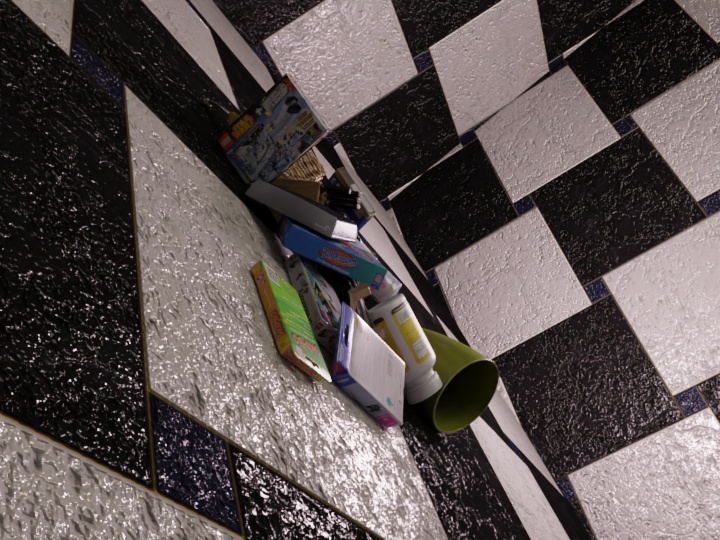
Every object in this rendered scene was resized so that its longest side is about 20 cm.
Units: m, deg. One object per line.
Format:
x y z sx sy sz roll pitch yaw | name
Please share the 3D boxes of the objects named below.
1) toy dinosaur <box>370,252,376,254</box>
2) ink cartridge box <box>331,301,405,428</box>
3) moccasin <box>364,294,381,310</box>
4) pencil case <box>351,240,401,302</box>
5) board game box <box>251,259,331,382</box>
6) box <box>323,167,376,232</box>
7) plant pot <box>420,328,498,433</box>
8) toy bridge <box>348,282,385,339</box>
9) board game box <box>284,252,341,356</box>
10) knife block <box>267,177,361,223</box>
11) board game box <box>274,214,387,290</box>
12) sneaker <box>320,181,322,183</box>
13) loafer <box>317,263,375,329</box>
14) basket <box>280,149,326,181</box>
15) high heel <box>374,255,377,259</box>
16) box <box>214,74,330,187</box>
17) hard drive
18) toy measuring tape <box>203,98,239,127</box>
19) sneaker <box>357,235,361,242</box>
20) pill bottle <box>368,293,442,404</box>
-0.007 0.010 1.613 0.179 0.106 0.201 33 25 -13 | toy dinosaur
0.009 0.156 1.130 0.201 0.041 0.121 50 33 -38 | ink cartridge box
0.054 0.134 1.488 0.202 0.073 0.078 51 -1 -4 | moccasin
0.000 0.000 1.554 0.200 0.091 0.083 44 -3 9 | pencil case
-0.102 0.077 1.011 0.096 0.030 0.201 45 10 -43 | board game box
-0.064 -0.108 1.485 0.032 0.200 0.122 -24 74 -50 | box
0.174 0.222 1.545 0.200 0.188 0.187 41 -2 44 | plant pot
0.011 0.126 1.270 0.027 0.066 0.204 -135 -154 -63 | toy bridge
-0.067 0.067 1.211 0.126 0.034 0.201 48 10 -36 | board game box
-0.101 -0.155 1.417 0.202 0.174 0.064 56 9 18 | knife block
-0.058 -0.038 1.299 0.197 0.046 0.152 25 7 -18 | board game box
-0.101 -0.151 1.821 0.203 0.076 0.089 62 -2 16 | sneaker
-0.032 0.057 1.341 0.202 0.071 0.063 61 15 23 | loafer
-0.203 -0.238 1.575 0.142 0.149 0.202 -28 80 -48 | basket
-0.029 -0.038 1.794 0.141 0.072 0.200 32 -6 0 | high heel
-0.175 -0.268 1.374 0.138 0.199 0.040 53 13 -2 | box
-0.106 -0.112 1.299 0.197 0.043 0.134 28 8 21 | hard drive
-0.278 -0.298 1.472 0.198 0.074 0.073 33 -1 26 | toy measuring tape
-0.040 -0.092 1.921 0.081 0.072 0.202 65 2 -47 | sneaker
0.085 0.160 1.394 0.203 0.110 0.111 62 8 -1 | pill bottle
